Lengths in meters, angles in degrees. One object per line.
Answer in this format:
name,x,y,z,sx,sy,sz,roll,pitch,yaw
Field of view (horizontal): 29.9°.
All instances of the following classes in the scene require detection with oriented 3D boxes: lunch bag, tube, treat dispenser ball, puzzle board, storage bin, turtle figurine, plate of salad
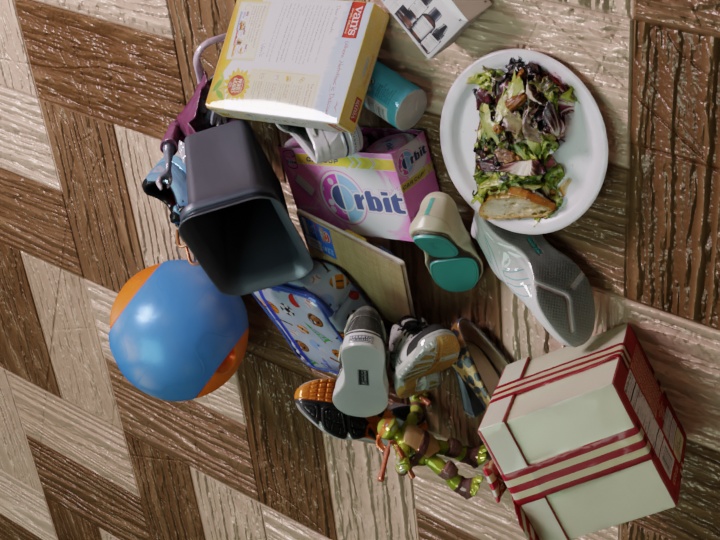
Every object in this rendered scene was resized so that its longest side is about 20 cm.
lunch bag,-0.054,0.064,1.766,0.160,0.076,0.200,12,145,39
tube,-0.011,-0.229,1.547,0.200,0.050,0.078,37,133,30
treat dispenser ball,-0.258,0.085,1.919,0.200,0.201,0.202,26,136,29
puzzle board,0.000,0.000,1.676,0.150,0.017,0.200,28,160,19
storage bin,-0.153,-0.077,1.631,0.200,0.145,0.135,64,-168,-58
turtle figurine,0.080,0.235,1.736,0.161,0.200,0.064,29,121,-9
plate of salad,0.165,-0.132,1.418,0.199,0.048,0.201,14,116,32

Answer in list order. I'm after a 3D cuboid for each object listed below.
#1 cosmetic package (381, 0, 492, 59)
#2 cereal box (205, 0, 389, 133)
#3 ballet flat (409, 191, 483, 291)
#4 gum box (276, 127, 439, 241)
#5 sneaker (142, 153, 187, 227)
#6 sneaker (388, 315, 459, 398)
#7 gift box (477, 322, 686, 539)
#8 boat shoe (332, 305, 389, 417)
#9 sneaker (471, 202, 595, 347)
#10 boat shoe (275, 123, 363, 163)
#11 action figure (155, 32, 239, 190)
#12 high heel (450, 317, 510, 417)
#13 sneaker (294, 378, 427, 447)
cosmetic package,0.042,-0.326,1.410,0.200,0.051,0.083,51,141,0
cereal box,-0.074,-0.237,1.528,0.199,0.145,0.039,13,172,34
ballet flat,0.102,-0.036,1.553,0.069,0.070,0.200,33,171,22
gum box,-0.004,-0.108,1.617,0.199,0.066,0.114,8,126,42
sneaker,-0.218,-0.075,1.840,0.200,0.090,0.079,37,140,16
sneaker,0.065,0.092,1.651,0.200,0.075,0.088,116,140,-68
gift box,0.242,0.199,1.481,0.186,0.185,0.201,-22,99,25
boat shoe,0.006,0.117,1.676,0.070,0.064,0.200,8,146,0
sneaker,0.193,0.001,1.511,0.201,0.070,0.080,58,160,13
boat shoe,-0.074,-0.193,1.571,0.200,0.067,0.074,45,152,44
action figure,-0.207,-0.194,1.705,0.200,0.134,0.150,-24,85,62
high heel,0.185,0.138,1.622,0.200,0.071,0.143,18,133,42
sneaker,-0.013,0.198,1.805,0.199,0.076,0.092,23,163,-29
